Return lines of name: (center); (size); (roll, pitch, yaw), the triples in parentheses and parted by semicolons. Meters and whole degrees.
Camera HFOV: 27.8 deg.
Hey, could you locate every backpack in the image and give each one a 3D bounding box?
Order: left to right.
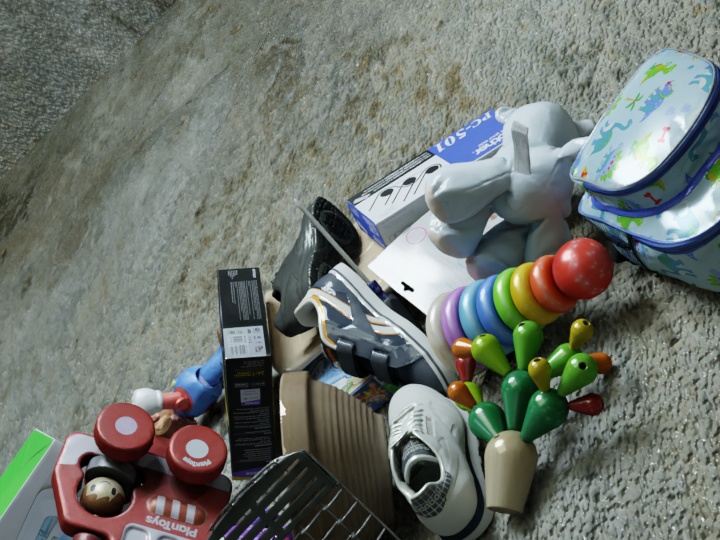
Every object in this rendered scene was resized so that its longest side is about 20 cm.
backpack: (0.283, -0.082, 1.217); (0.183, 0.147, 0.200); (-53, 28, -1)

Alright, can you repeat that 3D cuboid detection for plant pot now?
plant pot: (-0.017, 0.190, 1.344); (0.092, 0.202, 0.201); (-6, 33, 1)

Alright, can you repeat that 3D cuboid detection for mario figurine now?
mario figurine: (-0.221, 0.142, 1.780); (0.200, 0.123, 0.106); (-45, 37, -1)

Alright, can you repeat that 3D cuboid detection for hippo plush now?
hippo plush: (0.146, -0.099, 1.412); (0.161, 0.158, 0.201); (-77, -6, -51)

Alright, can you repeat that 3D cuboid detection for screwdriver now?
screwdriver: (0.000, 0.000, 1.514); (0.028, 0.200, 0.029); (-47, 16, -33)

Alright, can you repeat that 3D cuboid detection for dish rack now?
dish rack: (-0.033, 0.257, 1.219); (0.153, 0.200, 0.055); (-47, -2, 7)

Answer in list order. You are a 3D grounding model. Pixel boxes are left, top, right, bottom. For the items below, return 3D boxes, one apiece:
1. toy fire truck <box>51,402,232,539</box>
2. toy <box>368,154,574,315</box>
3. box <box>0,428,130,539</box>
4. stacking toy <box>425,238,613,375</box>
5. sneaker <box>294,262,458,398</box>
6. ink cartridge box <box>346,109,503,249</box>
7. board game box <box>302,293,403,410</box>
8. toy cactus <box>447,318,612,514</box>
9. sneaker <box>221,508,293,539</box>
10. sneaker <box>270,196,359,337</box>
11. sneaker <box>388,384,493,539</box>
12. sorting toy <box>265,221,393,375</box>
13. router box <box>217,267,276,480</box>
toy fire truck: (-0.237, 0.250, 1.568); (0.168, 0.199, 0.112); (-78, 7, -46)
toy: (0.120, -0.031, 1.520); (0.200, 0.047, 0.115); (-43, 48, -9)
box: (-0.354, 0.317, 1.678); (0.200, 0.176, 0.097); (-56, 23, -14)
stacking toy: (0.152, 0.029, 1.335); (0.200, 0.085, 0.086); (-29, 31, 45)
sneaker: (0.013, 0.078, 1.453); (0.079, 0.079, 0.200); (-39, 51, -14)
ink cartridge box: (0.090, -0.100, 1.609); (0.199, 0.044, 0.094); (-32, 27, -8)
board game box: (-0.016, 0.097, 1.594); (0.135, 0.034, 0.200); (-40, 26, 18)
toy cactus: (0.139, 0.127, 1.256); (0.199, 0.102, 0.166); (-11, 63, 50)
sneaker: (-0.093, 0.289, 1.406); (0.083, 0.081, 0.200); (-41, 25, 4)
sneaker: (-0.058, -0.006, 1.609); (0.091, 0.076, 0.200); (-36, 24, 30)
sneaker: (0.059, 0.158, 1.312); (0.076, 0.080, 0.200); (-46, 31, 13)
sorting toy: (-0.018, 0.019, 1.634); (0.200, 0.036, 0.185); (-37, 26, 13)
router box: (-0.128, 0.112, 1.627); (0.052, 0.158, 0.200); (-4, 29, -6)
